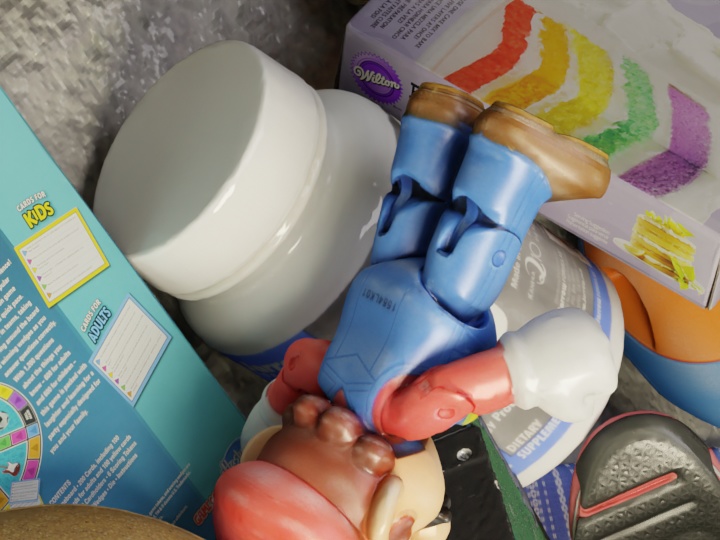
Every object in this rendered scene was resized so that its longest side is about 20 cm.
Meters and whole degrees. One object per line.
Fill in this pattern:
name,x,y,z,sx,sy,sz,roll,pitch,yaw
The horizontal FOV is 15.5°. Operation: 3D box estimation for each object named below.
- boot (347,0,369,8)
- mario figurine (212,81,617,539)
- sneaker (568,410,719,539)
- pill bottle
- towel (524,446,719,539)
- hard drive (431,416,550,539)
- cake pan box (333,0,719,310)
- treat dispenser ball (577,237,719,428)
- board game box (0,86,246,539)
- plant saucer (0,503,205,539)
boot,0.058,-0.155,1.205,0.155,0.073,0.200,46,48,-23
mario figurine,0.022,0.042,0.920,0.106,0.123,0.200,25,89,-3
sneaker,0.127,0.111,1.111,0.200,0.074,0.087,62,12,-45
pill bottle,0.000,0.000,1.031,0.200,0.114,0.114,33,50,-34
towel,0.141,0.152,1.190,0.200,0.024,0.145,-1,72,-48
hard drive,0.066,0.155,0.972,0.140,0.038,0.200,61,9,-45
cake pan box,0.120,-0.099,1.089,0.184,0.052,0.200,33,56,18
treat dispenser ball,0.198,-0.023,1.195,0.201,0.201,0.201,23,56,-40
board game box,-0.133,0.040,0.916,0.200,0.047,0.151,55,41,-15
plant saucer,-0.090,0.172,0.832,0.200,0.035,0.201,3,79,-15
